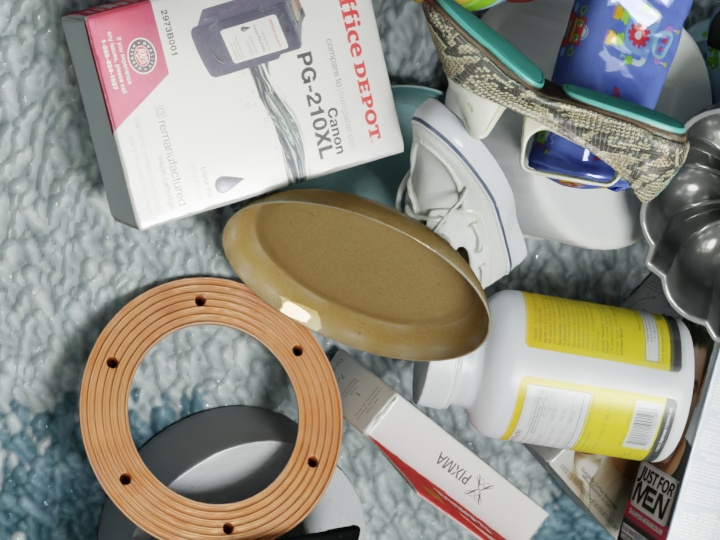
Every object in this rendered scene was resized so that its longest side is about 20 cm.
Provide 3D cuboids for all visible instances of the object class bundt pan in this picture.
[{"bbox_3d":[0.303,-0.046,1.320,0.199,0.076,0.204,5,114,12],"label":"bundt pan"}]

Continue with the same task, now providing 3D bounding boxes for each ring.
[{"bbox_3d":[-0.107,0.104,1.325,0.198,0.019,0.203,7,72,-20],"label":"ring"}]

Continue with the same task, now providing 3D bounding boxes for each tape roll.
[{"bbox_3d":[-0.097,0.208,1.402,0.198,0.066,0.203,-9,113,-23],"label":"tape roll"}]

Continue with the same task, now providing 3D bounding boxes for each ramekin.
[{"bbox_3d":[0.168,-0.112,1.365,0.199,0.097,0.203,-10,109,-32],"label":"ramekin"}]

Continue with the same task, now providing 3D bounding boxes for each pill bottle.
[{"bbox_3d":[0.144,0.076,1.389,0.198,0.112,0.113,10,107,-6],"label":"pill bottle"}]

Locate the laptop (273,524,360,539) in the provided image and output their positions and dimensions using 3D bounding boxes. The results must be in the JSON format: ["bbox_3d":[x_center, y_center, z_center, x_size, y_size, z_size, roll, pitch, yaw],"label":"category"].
[{"bbox_3d":[-0.078,0.300,1.313,0.175,0.104,0.202,-7,129,-26],"label":"laptop"}]

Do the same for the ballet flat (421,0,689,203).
[{"bbox_3d":[0.115,-0.102,1.191,0.199,0.068,0.076,28,107,-2],"label":"ballet flat"}]

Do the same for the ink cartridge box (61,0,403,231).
[{"bbox_3d":[-0.084,-0.126,1.246,0.198,0.084,0.146,-18,103,-19],"label":"ink cartridge box"}]

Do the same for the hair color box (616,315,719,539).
[{"bbox_3d":[0.263,0.135,1.416,0.060,0.099,0.202,15,93,-12],"label":"hair color box"}]

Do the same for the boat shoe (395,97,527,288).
[{"bbox_3d":[0.056,-0.037,1.290,0.086,0.075,0.202,-44,152,-10],"label":"boat shoe"}]

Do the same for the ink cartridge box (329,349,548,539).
[{"bbox_3d":[0.073,0.156,1.393,0.045,0.176,0.200,-51,126,-1],"label":"ink cartridge box"}]

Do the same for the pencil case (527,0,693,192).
[{"bbox_3d":[0.178,-0.151,1.252,0.086,0.078,0.202,15,96,-19],"label":"pencil case"}]

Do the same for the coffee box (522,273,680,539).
[{"bbox_3d":[0.234,0.104,1.513,0.200,0.080,0.114,-45,121,-3],"label":"coffee box"}]

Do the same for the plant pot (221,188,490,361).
[{"bbox_3d":[0.000,0.000,1.279,0.200,0.199,0.028,39,59,-32],"label":"plant pot"}]

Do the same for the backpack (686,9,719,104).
[{"bbox_3d":[0.340,-0.111,1.435,0.181,0.146,0.202,-14,111,-31],"label":"backpack"}]

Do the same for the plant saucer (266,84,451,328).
[{"bbox_3d":[0.016,-0.044,1.379,0.198,0.027,0.202,-10,115,-22],"label":"plant saucer"}]

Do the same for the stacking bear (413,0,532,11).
[{"bbox_3d":[0.055,-0.229,1.225,0.199,0.121,0.115,-15,127,-51],"label":"stacking bear"}]
